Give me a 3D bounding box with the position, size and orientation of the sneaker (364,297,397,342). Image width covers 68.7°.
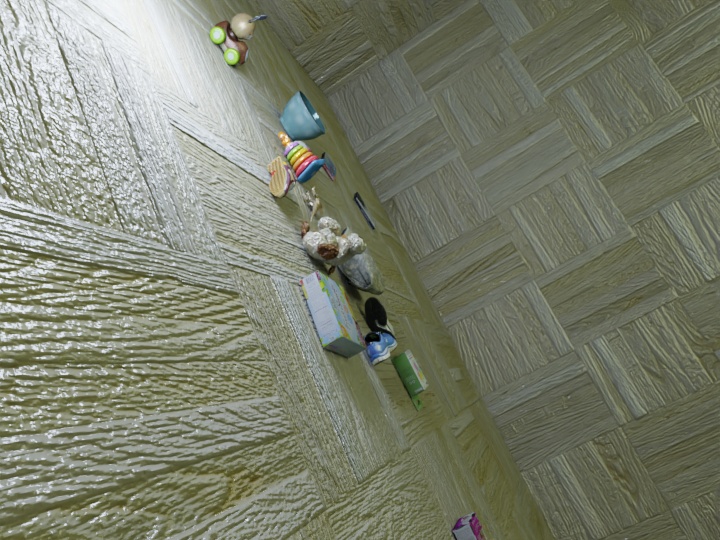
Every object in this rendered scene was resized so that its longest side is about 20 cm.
[{"bbox_3d":[0.067,0.181,1.860,0.115,0.075,0.203,-96,163,-81],"label":"sneaker"}]

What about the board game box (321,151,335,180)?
[{"bbox_3d":[-0.158,-0.520,2.620,0.103,0.019,0.201,54,14,-22],"label":"board game box"}]

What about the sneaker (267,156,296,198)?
[{"bbox_3d":[-0.234,-0.275,1.638,0.090,0.075,0.201,43,21,-38],"label":"sneaker"}]

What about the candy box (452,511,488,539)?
[{"bbox_3d":[0.344,0.820,1.514,0.202,0.061,0.136,65,13,17],"label":"candy box"}]

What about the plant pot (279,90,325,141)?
[{"bbox_3d":[-0.255,-0.631,2.217,0.201,0.133,0.201,56,13,-20],"label":"plant pot"}]

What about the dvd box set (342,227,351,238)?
[{"bbox_3d":[-0.015,-0.075,2.159,0.201,0.029,0.146,57,12,-11],"label":"dvd box set"}]

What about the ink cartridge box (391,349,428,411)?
[{"bbox_3d":[0.190,0.387,1.874,0.202,0.059,0.104,63,12,10],"label":"ink cartridge box"}]

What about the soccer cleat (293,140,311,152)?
[{"bbox_3d":[-0.240,-0.474,2.091,0.086,0.070,0.200,44,7,-11],"label":"soccer cleat"}]

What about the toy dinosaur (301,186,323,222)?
[{"bbox_3d":[-0.162,-0.242,1.890,0.102,0.058,0.200,58,13,-14],"label":"toy dinosaur"}]

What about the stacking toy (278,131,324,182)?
[{"bbox_3d":[-0.240,-0.435,1.956,0.200,0.110,0.116,48,21,-1],"label":"stacking toy"}]

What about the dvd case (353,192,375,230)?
[{"bbox_3d":[0.026,-0.331,2.918,0.201,0.025,0.151,58,12,-16],"label":"dvd case"}]

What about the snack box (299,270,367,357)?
[{"bbox_3d":[-0.071,0.120,1.413,0.169,0.067,0.202,39,24,-60],"label":"snack box"}]

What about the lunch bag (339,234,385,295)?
[{"bbox_3d":[0.000,0.000,1.856,0.201,0.117,0.164,59,11,19],"label":"lunch bag"}]

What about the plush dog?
[{"bbox_3d":[-0.108,-0.074,1.623,0.199,0.162,0.171,35,11,36],"label":"plush dog"}]

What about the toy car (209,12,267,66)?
[{"bbox_3d":[-0.422,-0.863,1.915,0.159,0.199,0.165,55,14,-21],"label":"toy car"}]

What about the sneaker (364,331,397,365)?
[{"bbox_3d":[0.062,0.228,1.680,0.090,0.078,0.200,62,12,-1],"label":"sneaker"}]
